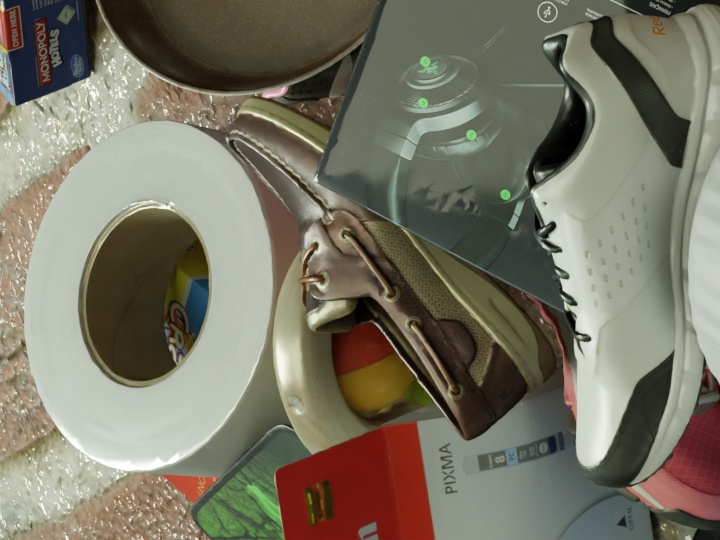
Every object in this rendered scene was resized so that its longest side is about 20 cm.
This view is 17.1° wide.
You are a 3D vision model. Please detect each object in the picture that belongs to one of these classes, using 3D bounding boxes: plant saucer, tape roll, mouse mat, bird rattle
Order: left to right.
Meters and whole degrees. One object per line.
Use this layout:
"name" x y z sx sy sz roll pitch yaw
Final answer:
"tape roll" -0.100 0.017 1.366 0.202 0.071 0.203 -8 78 40
"plant saucer" -0.046 -0.181 1.232 0.200 0.032 0.201 -7 72 23
"mouse mat" 0.001 0.176 1.339 0.200 0.008 0.161 41 146 -2
"bird rattle" 0.016 0.023 1.222 0.112 0.163 0.201 7 121 31

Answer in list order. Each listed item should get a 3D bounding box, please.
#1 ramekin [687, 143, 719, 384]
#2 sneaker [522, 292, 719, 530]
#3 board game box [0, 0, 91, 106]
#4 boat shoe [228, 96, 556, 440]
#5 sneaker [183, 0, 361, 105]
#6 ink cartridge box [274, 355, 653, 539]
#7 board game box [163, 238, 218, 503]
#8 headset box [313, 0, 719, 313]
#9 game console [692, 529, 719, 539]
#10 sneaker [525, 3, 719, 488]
"ramekin" 0.216 -0.005 0.920 0.094 0.202 0.203 28 126 57
"sneaker" 0.134 0.026 1.127 0.087 0.074 0.201 -44 66 46
"board game box" -0.253 -0.238 1.506 0.200 0.062 0.200 37 141 40
"boat shoe" 0.000 0.000 1.133 0.200 0.072 0.072 44 169 11
"sneaker" -0.065 -0.156 1.292 0.200 0.095 0.079 46 139 31
"ink cartridge box" 0.059 0.143 1.168 0.047 0.200 0.161 7 110 51
"board game box" -0.110 0.052 1.479 0.200 0.040 0.153 37 130 38
"headset box" 0.095 -0.084 1.042 0.174 0.093 0.200 27 116 15
"game console" 0.212 0.171 1.056 0.200 0.116 0.176 -44 70 50
"sneaker" 0.099 -0.010 0.959 0.074 0.080 0.201 -134 46 -70
